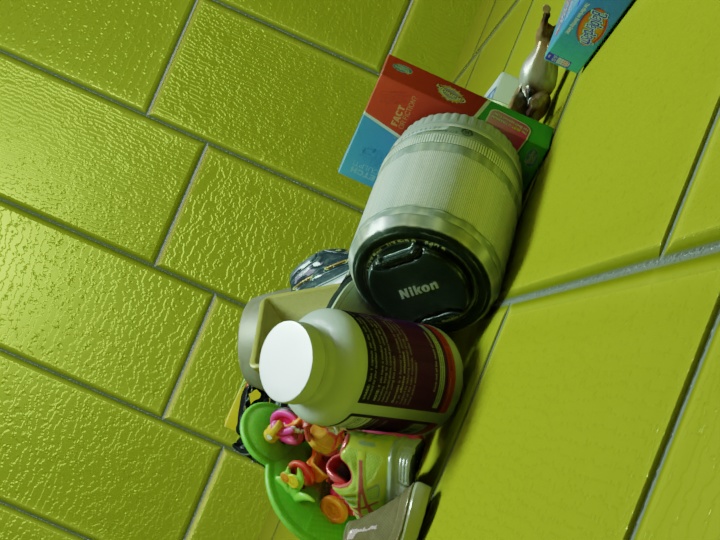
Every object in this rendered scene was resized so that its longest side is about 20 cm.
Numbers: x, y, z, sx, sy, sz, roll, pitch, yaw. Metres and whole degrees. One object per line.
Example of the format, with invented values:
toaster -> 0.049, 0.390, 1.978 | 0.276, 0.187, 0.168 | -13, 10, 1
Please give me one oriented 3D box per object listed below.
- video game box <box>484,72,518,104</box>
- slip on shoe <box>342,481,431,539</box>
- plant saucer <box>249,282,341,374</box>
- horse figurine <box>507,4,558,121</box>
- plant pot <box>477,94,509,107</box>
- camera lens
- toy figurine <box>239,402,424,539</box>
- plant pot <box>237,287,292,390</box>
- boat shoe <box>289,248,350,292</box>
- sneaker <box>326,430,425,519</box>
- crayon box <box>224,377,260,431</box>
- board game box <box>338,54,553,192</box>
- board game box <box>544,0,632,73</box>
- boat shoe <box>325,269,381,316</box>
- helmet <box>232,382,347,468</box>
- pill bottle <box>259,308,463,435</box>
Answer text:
video game box -> 0.162, -0.159, 2.117 | 0.182, 0.046, 0.201 | 116, 177, -79
slip on shoe -> 0.012, 0.262, 1.457 | 0.200, 0.060, 0.076 | 117, 175, -52
plant saucer -> -0.017, 0.070, 1.695 | 0.200, 0.198, 0.049 | -89, -12, -68
horse figurine -> 0.204, -0.220, 1.726 | 0.132, 0.050, 0.202 | -19, -53, -78
plant pot -> 0.094, -0.102, 1.845 | 0.187, 0.185, 0.202 | -75, -6, -70
camera lens -> 0.082, -0.048, 1.589 | 0.160, 0.159, 0.201 | 117, 175, -46
toy figurine -> -0.014, 0.180, 1.649 | 0.150, 0.200, 0.184 | -39, -6, -48
plant pot -> -0.058, 0.095, 1.966 | 0.200, 0.172, 0.202 | 1, -90, -71
boat shoe -> 0.000, 0.000, 1.832 | 0.199, 0.071, 0.091 | -22, 39, 12
sneaker -> 0.008, 0.213, 1.529 | 0.201, 0.089, 0.079 | 101, -174, -55
crayon box -> -0.084, 0.195, 2.307 | 0.058, 0.199, 0.174 | 143, 150, -83
board game box -> 0.092, -0.133, 1.681 | 0.040, 0.199, 0.154 | -69, 3, -47
board game box -> 0.259, -0.314, 1.563 | 0.200, 0.045, 0.153 | 123, 170, -70
boat shoe -> 0.003, 0.035, 1.632 | 0.067, 0.072, 0.200 | -26, 13, 34
helmet -> -0.068, 0.203, 2.122 | 0.200, 0.189, 0.202 | -32, 50, 49
pill bottle -> 0.000, 0.098, 1.480 | 0.112, 0.199, 0.114 | -12, 73, 44
